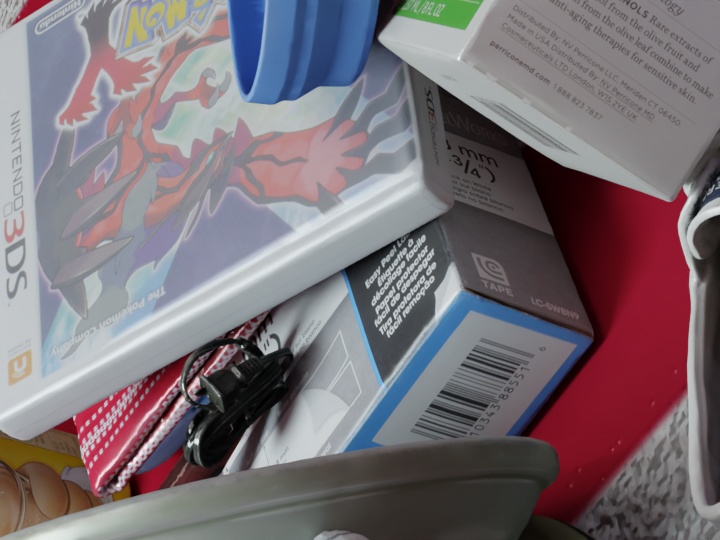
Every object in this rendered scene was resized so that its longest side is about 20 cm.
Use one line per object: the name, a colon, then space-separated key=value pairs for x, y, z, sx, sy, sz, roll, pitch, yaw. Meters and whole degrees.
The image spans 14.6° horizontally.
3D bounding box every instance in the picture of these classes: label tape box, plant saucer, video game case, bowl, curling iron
label tape box: x=0.000 y=0.000 z=1.037 sx=0.144 sy=0.063 sz=0.200 roll=-54 pitch=34 yaw=29
plant saucer: x=-0.031 y=0.099 z=0.876 sx=0.200 sy=0.199 sz=0.050 roll=-27 pitch=72 yaw=53
video game case: x=-0.060 y=-0.055 z=1.026 sx=0.200 sy=0.023 sz=0.183 roll=-28 pitch=49 yaw=26
bowl: x=-0.019 y=-0.155 z=0.915 sx=0.201 sy=0.039 sz=0.202 roll=179 pitch=90 yaw=-83
curling iron: x=-0.089 y=0.105 z=0.988 sx=0.026 sy=0.050 sz=0.200 roll=36 pitch=93 yaw=28

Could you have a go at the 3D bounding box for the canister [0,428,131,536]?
canister: x=-0.216 y=0.117 z=1.211 sx=0.149 sy=0.199 sz=0.087 roll=-63 pitch=30 yaw=18

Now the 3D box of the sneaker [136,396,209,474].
sneaker: x=-0.082 y=-0.014 z=1.171 sx=0.074 sy=0.082 sz=0.201 roll=31 pitch=103 yaw=59

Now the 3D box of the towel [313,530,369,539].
towel: x=0.042 y=0.175 z=0.735 sx=0.085 sy=0.200 sz=0.165 roll=-36 pitch=18 yaw=-20

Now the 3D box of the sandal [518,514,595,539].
sandal: x=0.067 y=0.125 z=0.852 sx=0.201 sy=0.057 sz=0.080 roll=23 pitch=91 yaw=64

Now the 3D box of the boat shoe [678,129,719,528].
boat shoe: x=0.127 y=-0.015 z=0.817 sx=0.074 sy=0.065 sz=0.201 roll=-34 pitch=47 yaw=49

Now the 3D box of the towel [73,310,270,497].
towel: x=-0.087 y=-0.031 z=1.092 sx=0.145 sy=0.022 sz=0.200 roll=-50 pitch=40 yaw=29

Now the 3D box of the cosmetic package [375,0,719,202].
cosmetic package: x=0.101 y=-0.129 z=0.848 sx=0.200 sy=0.085 sz=0.108 roll=-58 pitch=15 yaw=-2
